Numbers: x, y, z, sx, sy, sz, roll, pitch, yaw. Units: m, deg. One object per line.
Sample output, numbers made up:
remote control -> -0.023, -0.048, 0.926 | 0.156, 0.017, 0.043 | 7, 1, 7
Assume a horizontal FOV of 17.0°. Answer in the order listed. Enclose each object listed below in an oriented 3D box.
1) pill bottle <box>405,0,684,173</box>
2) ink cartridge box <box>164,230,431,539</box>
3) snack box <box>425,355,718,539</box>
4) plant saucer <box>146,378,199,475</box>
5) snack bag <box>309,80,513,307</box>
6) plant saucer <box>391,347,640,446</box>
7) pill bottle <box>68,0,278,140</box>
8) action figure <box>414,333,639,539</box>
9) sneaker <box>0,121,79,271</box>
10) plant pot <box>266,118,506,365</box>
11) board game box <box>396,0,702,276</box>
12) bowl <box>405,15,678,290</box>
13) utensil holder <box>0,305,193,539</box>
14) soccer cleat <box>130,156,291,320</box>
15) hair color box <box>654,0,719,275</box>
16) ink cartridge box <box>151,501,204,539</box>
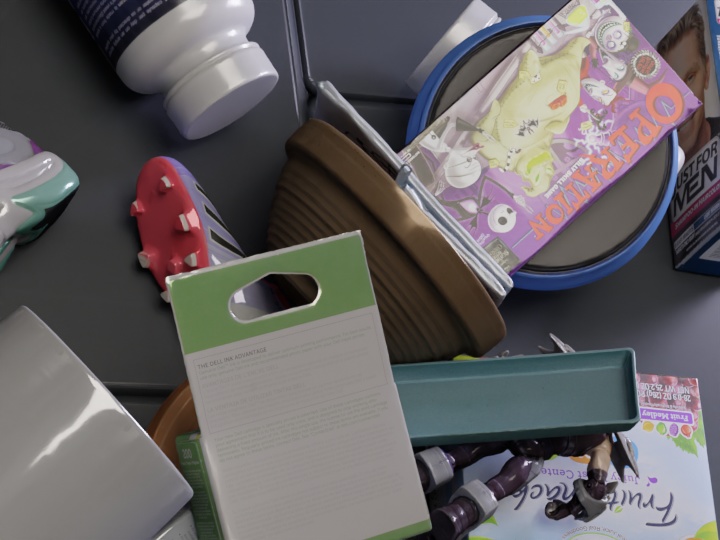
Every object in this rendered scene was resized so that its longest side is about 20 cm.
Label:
pill bottle -> 0.136, -0.109, 1.809 | 0.200, 0.112, 0.112 | 41, 55, -2
ink cartridge box -> -0.046, 0.088, 1.516 | 0.145, 0.048, 0.200 | -14, 90, -28
snack box -> 0.150, 0.155, 1.706 | 0.200, 0.068, 0.169 | 7, 63, -20
plant saucer -> -0.055, 0.153, 1.599 | 0.200, 0.032, 0.200 | 5, 79, -28
snack bag -> 0.028, -0.044, 1.692 | 0.021, 0.189, 0.200 | -41, 87, -7
plant saucer -> 0.084, 0.088, 1.593 | 0.200, 0.019, 0.070 | -4, 42, 5
pill bottle -> -0.146, -0.197, 1.723 | 0.111, 0.111, 0.200 | -28, 78, -33
action figure -> 0.105, 0.121, 1.627 | 0.200, 0.069, 0.130 | -26, 67, -30
sneaker -> -0.296, -0.042, 1.601 | 0.140, 0.078, 0.200 | 40, 46, 1
plant pot -> 0.000, 0.000, 1.639 | 0.093, 0.201, 0.201 | -42, 87, -8
board game box -> 0.129, -0.096, 1.699 | 0.200, 0.032, 0.120 | -42, 95, -7
bowl -> 0.133, -0.086, 1.732 | 0.200, 0.039, 0.201 | 0, 87, -5
utensil holder -> -0.224, 0.144, 1.436 | 0.200, 0.170, 0.170 | -42, 87, -10
soccer cleat -> -0.094, 0.010, 1.676 | 0.076, 0.067, 0.200 | -14, 71, -47
hair color box -> 0.283, -0.107, 1.885 | 0.060, 0.100, 0.200 | 8, 61, -20
ink cartridge box -> -0.057, 0.228, 1.546 | 0.200, 0.043, 0.196 | -35, 101, -30
